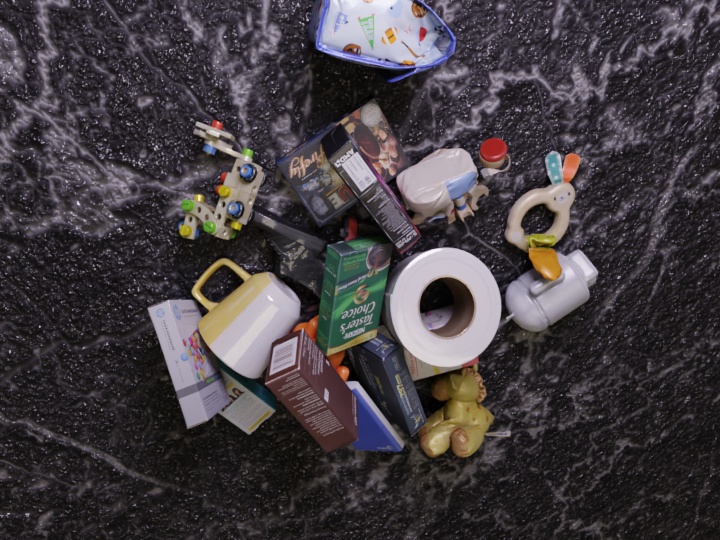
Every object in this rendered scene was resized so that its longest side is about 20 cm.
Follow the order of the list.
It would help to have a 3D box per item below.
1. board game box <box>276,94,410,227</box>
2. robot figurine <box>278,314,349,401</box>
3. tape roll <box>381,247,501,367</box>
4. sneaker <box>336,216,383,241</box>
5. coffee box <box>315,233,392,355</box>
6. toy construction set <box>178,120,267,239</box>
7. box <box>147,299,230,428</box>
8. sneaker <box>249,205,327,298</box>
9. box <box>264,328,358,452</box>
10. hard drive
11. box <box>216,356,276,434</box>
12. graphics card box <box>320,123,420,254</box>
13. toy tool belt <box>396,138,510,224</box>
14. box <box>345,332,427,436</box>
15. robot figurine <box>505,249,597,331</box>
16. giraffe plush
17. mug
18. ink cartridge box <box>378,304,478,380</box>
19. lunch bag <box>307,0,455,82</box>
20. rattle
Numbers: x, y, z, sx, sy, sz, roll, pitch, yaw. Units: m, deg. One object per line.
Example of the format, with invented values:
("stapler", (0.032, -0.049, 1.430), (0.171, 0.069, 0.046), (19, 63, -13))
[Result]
("board game box", (-0.027, -0.187, 0.918), (0.198, 0.035, 0.136), (-33, 117, 5))
("robot figurine", (-0.102, 0.186, 1.031), (0.142, 0.117, 0.203), (19, 110, -26))
("tape roll", (0.142, 0.064, 0.971), (0.198, 0.139, 0.208), (0, 89, -6))
("sneaker", (0.000, 0.000, 0.991), (0.095, 0.071, 0.205), (2, 113, -10))
("coffee box", (-0.011, 0.043, 0.922), (0.121, 0.044, 0.204), (-14, 126, -38))
("toy construction set", (-0.232, -0.138, 0.872), (0.129, 0.092, 0.204), (21, 106, 21))
("box", (-0.291, 0.153, 0.914), (0.040, 0.156, 0.204), (-20, 87, -2))
("sneaker", (-0.136, -0.034, 0.954), (0.197, 0.060, 0.106), (23, 104, -24))
("box", (-0.079, 0.212, 0.921), (0.074, 0.101, 0.202), (-23, 122, 14))
("hard drive", (-0.008, 0.313, 1.123), (0.130, 0.026, 0.202), (-12, 124, 37))
("box", (-0.267, 0.239, 1.061), (0.082, 0.049, 0.200), (-40, 116, 8))
("graphics card box", (0.016, -0.135, 0.861), (0.051, 0.126, 0.200), (-36, 116, 10))
("toy tool belt", (0.167, -0.151, 0.944), (0.196, 0.127, 0.123), (-22, 149, 3))
("box", (0.043, 0.210, 1.048), (0.051, 0.157, 0.203), (-34, 121, -23))
("robot figurine", (0.376, 0.045, 1.063), (0.198, 0.114, 0.170), (-35, 151, 5))
("giraffe plush", (0.210, 0.285, 1.133), (0.195, 0.173, 0.166), (-12, 97, 5))
("mug", (-0.200, 0.077, 0.951), (0.153, 0.150, 0.186), (-46, 122, 3))
("ink cartridge box", (0.138, 0.154, 1.092), (0.195, 0.068, 0.119), (-14, 117, -5))
("lunch bag", (0.028, -0.355, 0.775), (0.195, 0.171, 0.126), (7, 117, -15))
("rattle", (0.363, -0.109, 0.980), (0.129, 0.143, 0.202), (31, 113, -4))
